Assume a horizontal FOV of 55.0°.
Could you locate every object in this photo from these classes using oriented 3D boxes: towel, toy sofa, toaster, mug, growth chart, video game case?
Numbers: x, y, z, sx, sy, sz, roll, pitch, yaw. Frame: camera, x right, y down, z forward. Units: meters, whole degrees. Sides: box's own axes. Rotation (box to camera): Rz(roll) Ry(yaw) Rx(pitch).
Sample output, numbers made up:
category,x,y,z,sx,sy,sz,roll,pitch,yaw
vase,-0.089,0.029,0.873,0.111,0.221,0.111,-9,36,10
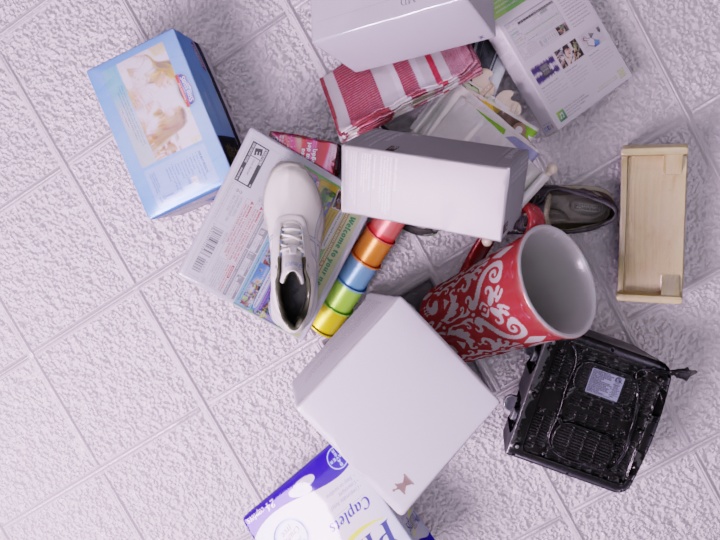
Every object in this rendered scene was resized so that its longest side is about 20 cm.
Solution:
category,x,y,z,sx,sy,sz,roll,pitch,yaw
towel,0.045,-0.255,0.889,0.196,0.146,0.023,-26,138,8
toy sofa,0.382,-0.061,0.905,0.081,0.097,0.206,2,99,25
toaster,0.300,0.172,0.915,0.195,0.119,0.185,18,99,3
mug,0.183,0.028,0.877,0.133,0.179,0.199,41,143,-14
growth chart,0.147,-0.152,0.850,0.144,0.018,0.201,-42,69,13
video game case,-0.103,-0.042,0.862,0.179,0.022,0.203,28,93,-12

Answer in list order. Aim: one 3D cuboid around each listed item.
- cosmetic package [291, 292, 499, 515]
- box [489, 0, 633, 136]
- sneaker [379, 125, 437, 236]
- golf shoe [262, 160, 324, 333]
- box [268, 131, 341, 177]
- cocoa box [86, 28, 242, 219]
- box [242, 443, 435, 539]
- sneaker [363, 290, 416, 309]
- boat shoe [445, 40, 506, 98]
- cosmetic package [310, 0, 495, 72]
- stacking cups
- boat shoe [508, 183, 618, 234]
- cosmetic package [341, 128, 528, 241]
category,x,y,z,sx,sy,sz,roll,pitch,yaw
cosmetic package,0.030,0.145,0.826,0.167,0.200,0.166,45,84,-5
box,0.242,-0.294,0.879,0.143,0.036,0.203,-33,95,-18
sneaker,0.040,-0.125,0.920,0.076,0.084,0.201,-40,92,9
golf shoe,-0.075,-0.025,0.809,0.076,0.097,0.206,-4,99,-7
box,-0.086,-0.076,0.929,0.093,0.100,0.205,10,98,2
cocoa box,-0.241,-0.187,0.914,0.131,0.131,0.204,-22,95,7
box,-0.026,0.358,0.947,0.183,0.105,0.201,-39,78,4
sneaker,0.038,0.136,0.959,0.097,0.078,0.206,8,99,1
boat shoe,0.135,-0.213,0.907,0.066,0.072,0.204,22,95,1
cosmetic package,0.047,-0.371,0.822,0.195,0.122,0.206,-6,86,28
stacking cups,0.000,0.000,0.929,0.060,0.061,0.201,37,112,0
boat shoe,0.242,-0.082,0.916,0.194,0.065,0.074,2,99,6
cosmetic package,0.085,-0.102,0.791,0.195,0.107,0.093,9,113,21
